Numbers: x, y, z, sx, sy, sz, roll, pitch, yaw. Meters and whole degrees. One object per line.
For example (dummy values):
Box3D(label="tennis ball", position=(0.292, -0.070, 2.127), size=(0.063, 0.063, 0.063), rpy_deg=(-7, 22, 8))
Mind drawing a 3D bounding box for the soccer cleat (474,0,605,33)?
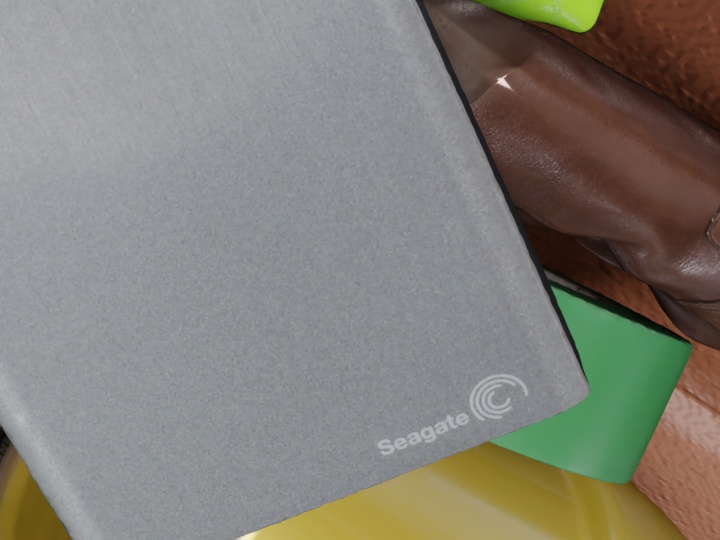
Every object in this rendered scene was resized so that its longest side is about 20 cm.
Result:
Box3D(label="soccer cleat", position=(-0.015, -0.081, 0.819), size=(0.200, 0.068, 0.081), rpy_deg=(-4, 145, 48))

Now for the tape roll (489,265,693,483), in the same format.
Box3D(label="tape roll", position=(0.000, 0.000, 0.849), size=(0.200, 0.048, 0.200), rpy_deg=(26, -177, -1))

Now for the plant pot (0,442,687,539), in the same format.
Box3D(label="plant pot", position=(-0.014, 0.110, 0.917), size=(0.201, 0.201, 0.189), rpy_deg=(2, 148, 45))

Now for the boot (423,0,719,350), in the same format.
Box3D(label="boot", position=(0.094, -0.023, 0.744), size=(0.200, 0.064, 0.186), rpy_deg=(30, 160, -33))

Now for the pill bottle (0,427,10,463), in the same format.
Box3D(label="pill bottle", position=(-0.131, 0.092, 1.017), size=(0.109, 0.109, 0.200), rpy_deg=(13, 154, 33))

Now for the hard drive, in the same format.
Box3D(label="hard drive", position=(-0.042, -0.023, 0.688), size=(0.140, 0.033, 0.200), rpy_deg=(-22, 125, 7))
